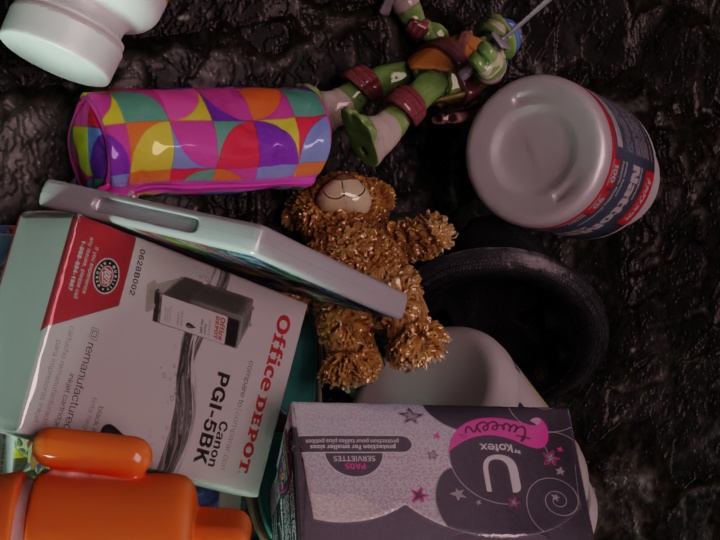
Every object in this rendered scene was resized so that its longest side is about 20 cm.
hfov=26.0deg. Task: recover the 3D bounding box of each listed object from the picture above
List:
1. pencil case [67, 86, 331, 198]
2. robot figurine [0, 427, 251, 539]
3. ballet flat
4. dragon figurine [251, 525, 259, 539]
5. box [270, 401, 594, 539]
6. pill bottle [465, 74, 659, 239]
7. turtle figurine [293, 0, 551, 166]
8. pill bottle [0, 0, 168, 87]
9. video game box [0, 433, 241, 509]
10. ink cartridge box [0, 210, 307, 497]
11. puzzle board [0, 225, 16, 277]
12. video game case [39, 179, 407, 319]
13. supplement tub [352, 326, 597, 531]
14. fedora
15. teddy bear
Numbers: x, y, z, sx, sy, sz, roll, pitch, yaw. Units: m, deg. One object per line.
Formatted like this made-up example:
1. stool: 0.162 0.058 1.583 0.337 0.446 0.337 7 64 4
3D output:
1. pencil case: -0.119 -0.090 1.149 0.199 0.088 0.089 -9 97 -32
2. robot figurine: -0.167 0.183 0.962 0.199 0.117 0.144 2 134 -3
3. ballet flat: -0.058 0.126 1.178 0.069 0.069 0.201 23 55 -32
4. dragon figurine: -0.017 0.217 1.217 0.200 0.059 0.100 -14 82 -57
5. box: 0.045 0.170 1.058 0.199 0.115 0.133 3 50 -11
6. pill bottle: 0.177 -0.087 1.286 0.200 0.119 0.120 6 88 -63
7. turtle figurine: 0.046 -0.184 1.221 0.194 0.200 0.144 -37 77 -22
8. pill bottle: -0.175 -0.235 1.089 0.111 0.111 0.201 28 77 -31
9. video game box: -0.170 0.102 1.123 0.199 0.047 0.184 4 88 -40
10. ink cartridge box: -0.147 0.059 1.056 0.199 0.083 0.148 22 78 -39
11. puzzle board: -0.215 0.069 1.132 0.150 0.017 0.201 0 92 -34
12. video game case: -0.089 -0.014 1.065 0.200 0.181 0.023 26 78 -58
13. supplement tub: 0.095 0.154 1.246 0.145 0.145 0.200 -56 132 -18
14. fedora: 0.111 0.024 1.278 0.200 0.200 0.092 33 41 -30
15. teddy bear: 0.000 0.000 1.174 0.067 0.144 0.201 56 32 -53
